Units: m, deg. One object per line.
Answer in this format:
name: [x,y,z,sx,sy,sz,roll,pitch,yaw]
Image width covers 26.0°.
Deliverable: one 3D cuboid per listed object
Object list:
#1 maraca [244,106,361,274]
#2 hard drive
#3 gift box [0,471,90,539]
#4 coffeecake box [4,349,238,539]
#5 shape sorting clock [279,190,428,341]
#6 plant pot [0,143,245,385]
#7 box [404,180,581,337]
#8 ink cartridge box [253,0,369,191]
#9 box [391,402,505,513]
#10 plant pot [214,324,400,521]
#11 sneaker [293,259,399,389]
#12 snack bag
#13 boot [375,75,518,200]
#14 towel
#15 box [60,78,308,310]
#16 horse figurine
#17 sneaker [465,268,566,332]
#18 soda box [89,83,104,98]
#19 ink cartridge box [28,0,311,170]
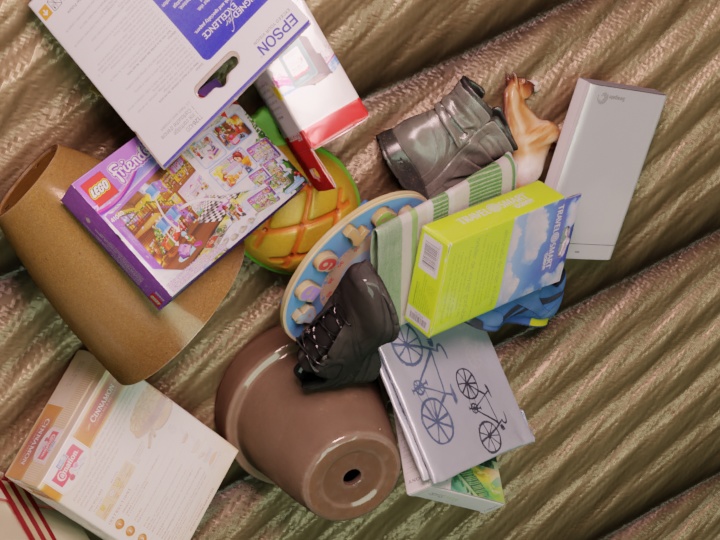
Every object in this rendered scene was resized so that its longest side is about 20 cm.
maraca: [-0.084,-0.078,1.579,0.137,0.107,0.200,-46,117,2]
hard drive: [0.261,-0.109,1.734,0.132,0.027,0.201,2,112,-41]
gift box: [-0.384,0.311,1.600,0.185,0.187,0.200,-50,141,9]
coffeecake box: [-0.247,0.202,1.641,0.200,0.073,0.154,43,67,-36]
shape sorting clock: [0.000,0.000,1.606,0.200,0.039,0.200,-37,156,-20]
plant pot: [-0.246,-0.022,1.503,0.200,0.186,0.186,41,95,-22]
box: [0.140,-0.017,1.638,0.200,0.048,0.122,-21,135,-37]
ink cartridge box: [-0.057,-0.177,1.481,0.067,0.116,0.200,-31,97,-8]
box: [0.091,0.161,1.730,0.036,0.201,0.144,-25,151,32]
plant pot: [-0.041,0.181,1.701,0.200,0.175,0.201,-12,122,-19]
sneaker: [-0.018,0.065,1.569,0.090,0.076,0.200,-18,149,-22]
snack bag: [0.098,0.124,1.704,0.021,0.189,0.200,-30,169,39]
boot: [0.115,-0.103,1.667,0.130,0.068,0.200,-30,125,8]
towel: [0.087,-0.027,1.630,0.200,0.023,0.153,-29,139,-30]
box: [-0.161,-0.075,1.458,0.137,0.039,0.200,48,55,-1]
horse figurine: [0.190,-0.110,1.725,0.132,0.050,0.201,6,111,-36]
sneaker: [0.164,0.021,1.748,0.200,0.066,0.079,-2,124,-52]
soda box: [-0.180,-0.246,1.449,0.068,0.064,0.201,27,108,12]
ink cartridge box: [-0.168,-0.230,1.393,0.198,0.047,0.200,-41,88,20]
